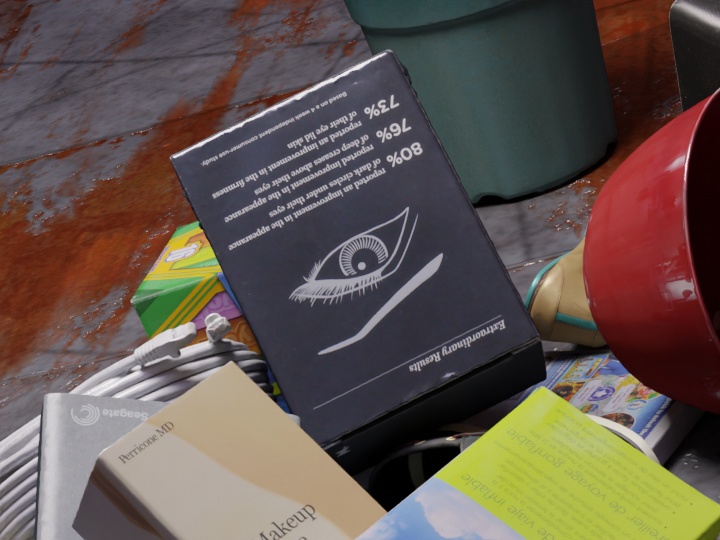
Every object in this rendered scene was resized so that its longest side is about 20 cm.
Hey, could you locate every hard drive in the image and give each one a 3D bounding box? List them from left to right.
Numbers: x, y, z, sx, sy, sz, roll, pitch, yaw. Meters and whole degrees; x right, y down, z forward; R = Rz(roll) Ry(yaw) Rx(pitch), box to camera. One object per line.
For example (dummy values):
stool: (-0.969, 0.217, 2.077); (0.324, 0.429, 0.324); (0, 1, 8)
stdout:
hard drive: (-0.099, 0.158, 1.503); (0.139, 0.033, 0.201); (6, 52, -10)

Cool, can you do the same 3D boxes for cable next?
cable: (-0.137, 0.110, 1.695); (0.200, 0.069, 0.200); (-32, -11, 2)

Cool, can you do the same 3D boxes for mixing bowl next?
mixing bowl: (0.196, 0.000, 1.649); (0.108, 0.201, 0.200); (-14, 19, 37)

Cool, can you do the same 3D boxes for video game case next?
video game case: (0.109, 0.088, 1.733); (0.199, 0.018, 0.143); (-4, 25, 34)

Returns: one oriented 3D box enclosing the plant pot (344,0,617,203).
plant pot: (0.092, -0.167, 2.125); (0.199, 0.197, 0.200); (-15, 21, 6)

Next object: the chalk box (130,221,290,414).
chalk box: (-0.020, 0.020, 1.828); (0.199, 0.124, 0.125); (-18, 17, 18)

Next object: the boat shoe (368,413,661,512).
boat shoe: (0.085, 0.120, 1.590); (0.063, 0.074, 0.201); (-25, 14, -37)

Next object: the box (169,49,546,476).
box: (0.000, 0.000, 1.681); (0.148, 0.201, 0.104); (-25, -16, -1)

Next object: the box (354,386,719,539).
box: (0.073, 0.147, 1.410); (0.122, 0.048, 0.200); (34, 46, 23)

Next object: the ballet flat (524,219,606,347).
ballet flat: (0.159, 0.004, 1.849); (0.063, 0.069, 0.200); (17, 27, 14)

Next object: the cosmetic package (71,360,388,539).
cosmetic package: (-0.038, 0.152, 1.455); (0.200, 0.071, 0.105); (43, 52, 15)

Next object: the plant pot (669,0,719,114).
plant pot: (0.328, -0.087, 1.769); (0.199, 0.201, 0.177); (-27, 35, -22)
